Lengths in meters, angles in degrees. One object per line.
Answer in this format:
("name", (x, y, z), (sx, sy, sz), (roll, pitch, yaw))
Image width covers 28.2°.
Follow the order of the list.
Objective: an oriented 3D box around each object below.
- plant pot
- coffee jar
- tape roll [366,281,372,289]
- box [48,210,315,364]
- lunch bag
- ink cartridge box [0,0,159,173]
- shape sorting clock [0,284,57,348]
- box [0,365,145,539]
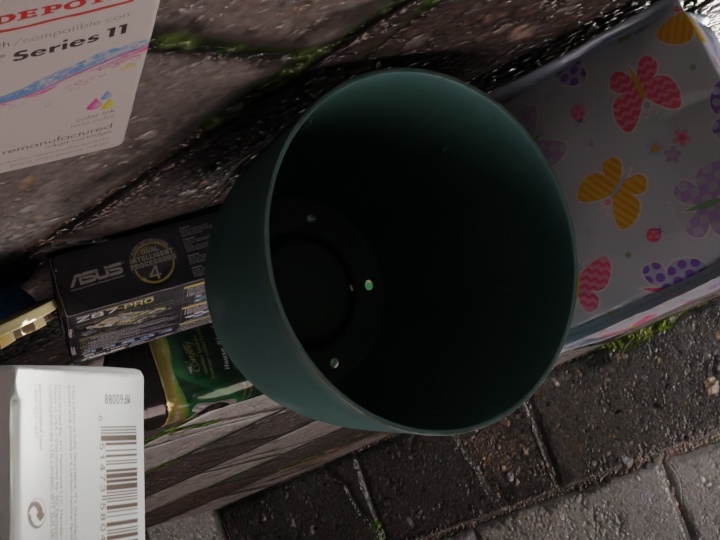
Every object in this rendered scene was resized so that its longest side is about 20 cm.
("plant pot", (0.000, 0.000, 0.840), (0.200, 0.202, 0.161), (-13, 178, -30))
("coffee jar", (-0.125, 0.076, 1.244), (0.199, 0.086, 0.104), (-16, 171, -20))
("tape roll", (0.062, -0.039, 1.105), (0.200, 0.048, 0.200), (-19, 169, -4))
("box", (-0.116, 0.005, 1.013), (0.199, 0.049, 0.161), (-16, 171, -13))
("lunch bag", (0.152, -0.050, 0.895), (0.199, 0.170, 0.127), (-27, 170, 22))
("ink cartridge box", (-0.131, -0.092, 0.465), (0.117, 0.068, 0.200), (-16, 168, -18))
("shape sorting clock", (-0.285, 0.062, 0.905), (0.199, 0.039, 0.200), (-26, -175, 2))
("box", (-0.277, 0.173, 1.069), (0.170, 0.200, 0.200), (-4, 173, 19))
